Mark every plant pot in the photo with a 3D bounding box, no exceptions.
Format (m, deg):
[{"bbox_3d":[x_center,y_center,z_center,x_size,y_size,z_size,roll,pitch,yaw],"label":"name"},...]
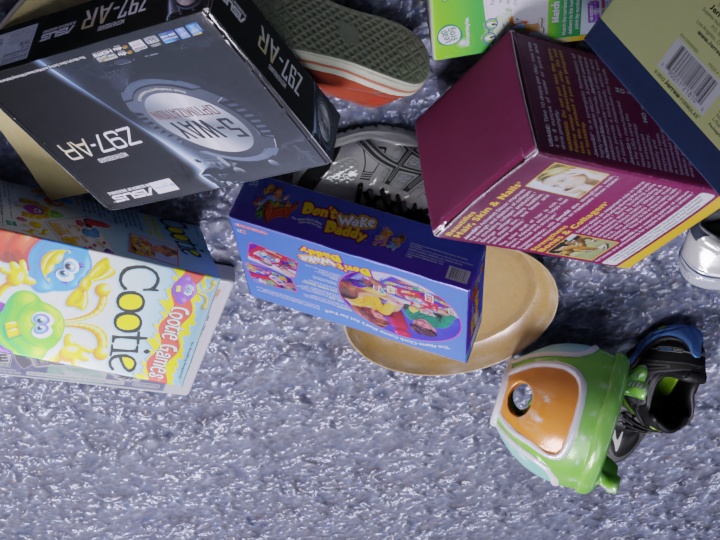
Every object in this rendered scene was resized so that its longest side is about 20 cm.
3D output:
[{"bbox_3d":[0.082,0.029,1.221,0.197,0.028,0.201,-4,142,-3],"label":"plant pot"}]

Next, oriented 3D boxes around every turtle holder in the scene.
[{"bbox_3d":[0.199,0.128,1.277,0.130,0.186,0.142,16,115,9],"label":"turtle holder"}]

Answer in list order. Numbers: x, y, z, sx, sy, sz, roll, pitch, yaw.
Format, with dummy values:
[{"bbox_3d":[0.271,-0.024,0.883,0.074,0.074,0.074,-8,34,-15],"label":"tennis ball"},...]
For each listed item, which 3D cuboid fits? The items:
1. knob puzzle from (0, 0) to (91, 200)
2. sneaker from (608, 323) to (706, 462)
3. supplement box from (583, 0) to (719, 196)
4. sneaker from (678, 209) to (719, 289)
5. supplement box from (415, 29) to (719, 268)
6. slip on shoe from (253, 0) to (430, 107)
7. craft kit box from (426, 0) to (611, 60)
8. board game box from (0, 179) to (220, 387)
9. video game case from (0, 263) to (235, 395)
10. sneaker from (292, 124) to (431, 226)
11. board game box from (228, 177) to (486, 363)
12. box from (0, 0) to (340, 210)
[{"bbox_3d":[-0.184,-0.143,0.967,0.217,0.031,0.221,-4,142,-3],"label":"knob puzzle"},{"bbox_3d":[0.285,0.136,1.336,0.070,0.083,0.200,8,139,-17],"label":"sneaker"},{"bbox_3d":[0.288,-0.154,0.836,0.133,0.201,0.200,6,131,-43],"label":"supplement box"},{"bbox_3d":[0.381,-0.023,1.162,0.197,0.074,0.071,-6,145,-1],"label":"sneaker"},{"bbox_3d":[0.160,-0.084,0.998,0.198,0.104,0.131,9,151,-32],"label":"supplement box"},{"bbox_3d":[-0.046,-0.163,0.934,0.198,0.075,0.061,17,151,-27],"label":"slip on shoe"},{"bbox_3d":[0.137,-0.238,0.887,0.195,0.049,0.201,-9,141,-1],"label":"craft kit box"},{"bbox_3d":[-0.228,0.008,1.063,0.198,0.105,0.104,13,111,-23],"label":"board game box"},{"bbox_3d":[-0.230,0.046,1.200,0.198,0.023,0.183,9,139,-18],"label":"video game case"},{"bbox_3d":[0.045,-0.060,1.057,0.197,0.088,0.076,-2,143,-4],"label":"sneaker"},{"bbox_3d":[0.000,0.000,1.076,0.198,0.045,0.135,17,154,12],"label":"board game box"},{"bbox_3d":[-0.137,-0.118,0.908,0.198,0.044,0.160,-9,144,27],"label":"box"}]
